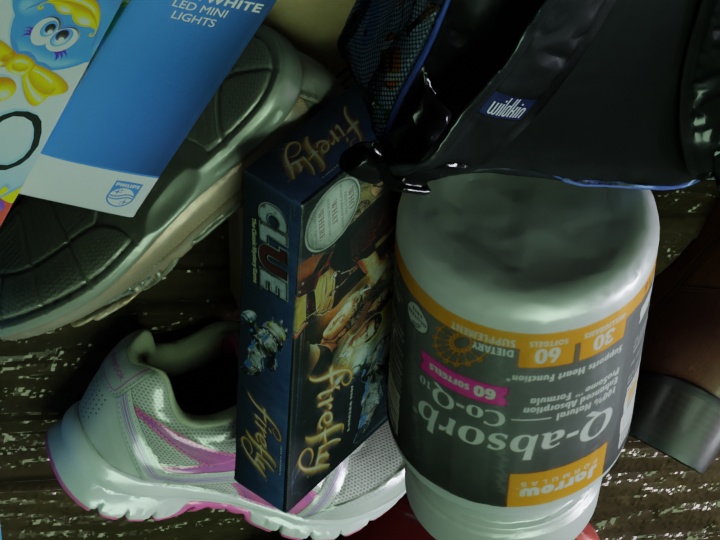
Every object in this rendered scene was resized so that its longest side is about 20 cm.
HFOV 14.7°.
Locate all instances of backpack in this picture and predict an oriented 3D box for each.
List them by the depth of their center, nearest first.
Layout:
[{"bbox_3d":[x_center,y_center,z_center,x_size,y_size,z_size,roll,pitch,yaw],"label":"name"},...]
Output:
[{"bbox_3d":[0.095,-0.134,1.141,0.199,0.155,0.191,-2,142,-29],"label":"backpack"}]

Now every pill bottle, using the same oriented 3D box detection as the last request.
[{"bbox_3d":[0.070,0.038,1.263,0.116,0.117,0.201,-15,141,-14],"label":"pill bottle"}]

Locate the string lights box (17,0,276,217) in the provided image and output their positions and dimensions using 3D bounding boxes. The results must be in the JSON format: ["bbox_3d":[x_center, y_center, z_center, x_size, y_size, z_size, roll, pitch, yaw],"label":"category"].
[{"bbox_3d":[-0.078,-0.126,1.101,0.059,0.103,0.200,11,136,-28],"label":"string lights box"}]

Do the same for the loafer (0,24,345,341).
[{"bbox_3d":[-0.088,-0.027,1.240,0.200,0.072,0.063,-38,140,22],"label":"loafer"}]

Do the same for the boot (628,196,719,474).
[{"bbox_3d":[0.167,-0.014,1.379,0.068,0.188,0.201,29,89,-15],"label":"boot"}]

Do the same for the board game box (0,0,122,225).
[{"bbox_3d":[-0.161,-0.116,1.076,0.104,0.103,0.200,9,133,-30],"label":"board game box"}]

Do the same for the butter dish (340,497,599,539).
[{"bbox_3d":[0.073,0.190,1.499,0.148,0.199,0.200,-54,138,-4],"label":"butter dish"}]

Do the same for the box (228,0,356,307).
[{"bbox_3d":[0.015,-0.071,1.295,0.163,0.021,0.201,-14,138,-14],"label":"box"}]

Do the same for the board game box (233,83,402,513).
[{"bbox_3d":[0.000,0.000,1.269,0.135,0.035,0.201,-41,150,-34],"label":"board game box"}]

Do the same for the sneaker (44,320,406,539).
[{"bbox_3d":[-0.048,0.074,1.365,0.199,0.082,0.088,3,133,-31],"label":"sneaker"}]
